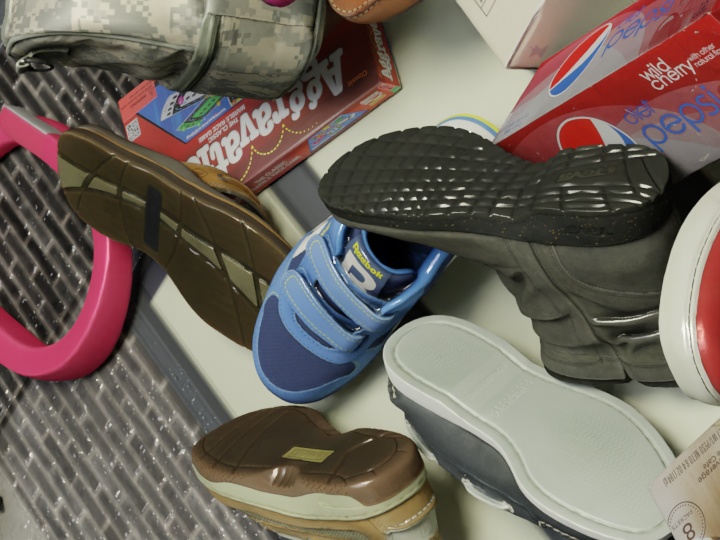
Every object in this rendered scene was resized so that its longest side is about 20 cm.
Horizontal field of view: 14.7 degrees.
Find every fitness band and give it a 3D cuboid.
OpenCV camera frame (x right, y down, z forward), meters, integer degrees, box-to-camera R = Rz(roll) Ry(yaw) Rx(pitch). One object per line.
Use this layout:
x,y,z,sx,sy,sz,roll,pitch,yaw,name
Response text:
-0.203,-0.017,1.724,0.200,0.037,0.144,37,111,43,fitness band

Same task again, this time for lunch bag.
-0.108,-0.200,1.516,0.139,0.167,0.201,160,115,-75,lunch bag

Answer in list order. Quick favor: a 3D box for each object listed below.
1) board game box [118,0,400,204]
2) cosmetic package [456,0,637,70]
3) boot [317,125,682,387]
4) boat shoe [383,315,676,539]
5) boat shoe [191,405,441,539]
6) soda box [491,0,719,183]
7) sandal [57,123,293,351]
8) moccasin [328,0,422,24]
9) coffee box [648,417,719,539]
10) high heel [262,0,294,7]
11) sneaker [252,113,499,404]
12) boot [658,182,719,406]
-0.062,-0.101,1.606,0.200,0.019,0.103,-34,61,36,board game box
0.075,-0.204,1.440,0.200,0.071,0.105,58,133,34,cosmetic package
0.078,0.003,1.356,0.199,0.131,0.068,7,44,33,boot
0.090,0.091,1.392,0.200,0.075,0.060,40,153,42,boat shoe
-0.024,0.125,1.495,0.200,0.072,0.076,12,132,61,boat shoe
0.144,-0.088,1.306,0.064,0.070,0.200,-57,14,-29,soda box
-0.091,-0.026,1.587,0.200,0.055,0.082,32,131,29,sandal
0.030,-0.198,1.373,0.201,0.077,0.074,-50,53,46,moccasin
0.228,0.144,1.227,0.114,0.080,0.200,-48,53,30,coffee box
-0.012,-0.234,1.416,0.096,0.067,0.201,-5,76,40,high heel
0.000,0.000,1.468,0.074,0.082,0.200,41,119,3,sneaker
0.225,-0.017,1.201,0.144,0.200,0.073,-2,126,43,boot
